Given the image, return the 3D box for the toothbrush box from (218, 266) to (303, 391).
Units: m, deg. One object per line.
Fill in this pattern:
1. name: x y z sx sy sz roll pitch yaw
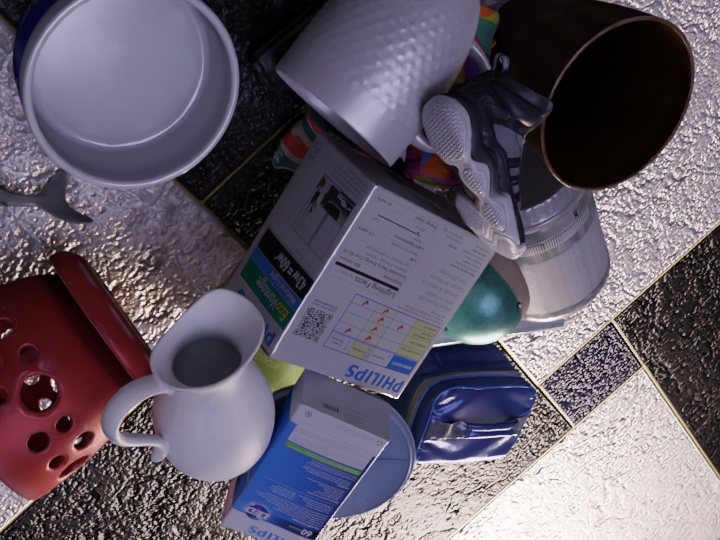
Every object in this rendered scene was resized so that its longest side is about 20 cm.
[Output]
1. toothbrush box: -0.076 0.041 1.161 0.200 0.086 0.145 -47 132 6

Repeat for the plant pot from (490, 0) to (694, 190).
1. plant pot: 0.220 -0.216 1.069 0.185 0.200 0.189 -14 128 -19

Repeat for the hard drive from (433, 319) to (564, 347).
1. hard drive: 0.145 0.077 1.290 0.198 0.132 0.027 -5 87 -27

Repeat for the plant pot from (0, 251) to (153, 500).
1. plant pot: -0.311 0.096 0.998 0.182 0.200 0.202 -36 133 -13

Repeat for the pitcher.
1. pitcher: -0.162 0.133 0.945 0.171 0.121 0.201 -33 152 -24

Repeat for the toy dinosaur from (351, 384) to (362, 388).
1. toy dinosaur: -0.104 0.172 1.167 0.179 0.105 0.202 15 116 -4

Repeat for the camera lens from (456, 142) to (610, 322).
1. camera lens: 0.211 -0.049 1.209 0.159 0.160 0.201 -32 132 -5

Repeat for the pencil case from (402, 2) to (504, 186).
1. pencil case: 0.099 -0.190 1.057 0.088 0.088 0.203 8 94 -33

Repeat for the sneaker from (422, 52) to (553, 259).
1. sneaker: 0.141 -0.109 0.957 0.114 0.075 0.201 -42 128 -15

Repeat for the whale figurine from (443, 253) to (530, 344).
1. whale figurine: 0.100 0.016 1.162 0.104 0.199 0.160 -47 138 -20

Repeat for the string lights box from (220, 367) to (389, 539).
1. string lights box: -0.060 0.206 1.045 0.102 0.059 0.201 25 122 -14

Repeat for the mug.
1. mug: 0.046 -0.200 0.965 0.199 0.148 0.176 39 92 -21

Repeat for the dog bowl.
1. dog bowl: -0.218 -0.182 0.927 0.198 0.079 0.202 -15 127 -20

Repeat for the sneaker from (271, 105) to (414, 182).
1. sneaker: -0.016 -0.106 1.114 0.093 0.071 0.199 -36 137 23

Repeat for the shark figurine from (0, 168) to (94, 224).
1. shark figurine: -0.356 -0.092 0.909 0.128 0.090 0.215 -37 130 1

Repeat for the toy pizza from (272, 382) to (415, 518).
1. toy pizza: -0.038 0.195 1.091 0.197 0.032 0.202 1 123 2

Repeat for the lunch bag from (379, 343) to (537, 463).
1. lunch bag: 0.141 0.184 1.353 0.198 0.133 0.137 2 121 -30

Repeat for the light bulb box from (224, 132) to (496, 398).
1. light bulb box: 0.000 0.000 1.035 0.197 0.125 0.201 23 106 -41

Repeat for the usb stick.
1. usb stick: -0.026 -0.261 1.011 0.199 0.033 0.056 -39 139 0
